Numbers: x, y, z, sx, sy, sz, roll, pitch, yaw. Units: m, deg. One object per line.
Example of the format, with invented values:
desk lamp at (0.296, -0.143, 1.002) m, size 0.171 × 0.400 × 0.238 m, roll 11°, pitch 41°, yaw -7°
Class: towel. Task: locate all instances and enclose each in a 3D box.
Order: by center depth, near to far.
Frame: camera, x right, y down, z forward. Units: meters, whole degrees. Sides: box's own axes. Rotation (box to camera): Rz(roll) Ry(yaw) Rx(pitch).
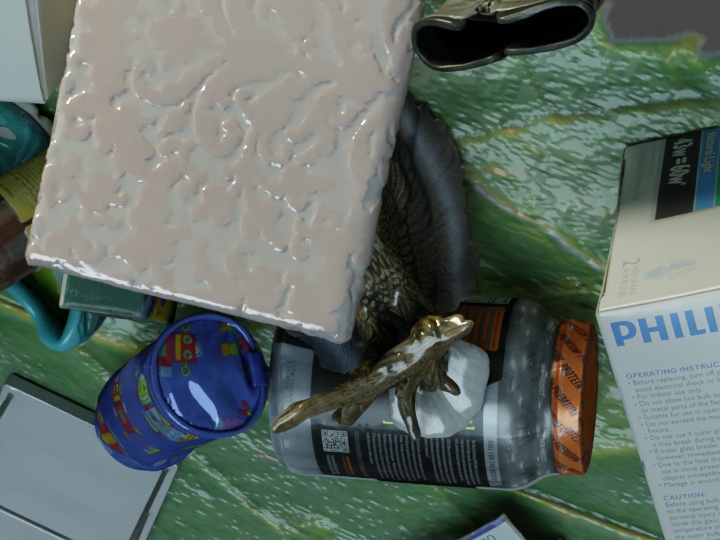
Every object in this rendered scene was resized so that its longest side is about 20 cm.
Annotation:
towel at (-0.074, -0.077, 1.088) m, size 0.189 × 0.032 × 0.202 m, roll 13°, pitch 86°, yaw -6°

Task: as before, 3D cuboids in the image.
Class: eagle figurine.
eagle figurine at (0.001, -0.006, 1.179) m, size 0.150 × 0.201 × 0.152 m, roll 4°, pitch 127°, yaw -26°

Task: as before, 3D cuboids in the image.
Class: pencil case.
pencil case at (-0.115, 0.081, 1.277) m, size 0.086 × 0.200 × 0.079 m, roll -11°, pitch 82°, yaw -20°

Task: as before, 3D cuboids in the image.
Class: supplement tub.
supplement tub at (0.049, 0.076, 1.262) m, size 0.198 × 0.123 × 0.124 m, roll 3°, pitch 122°, yaw 14°

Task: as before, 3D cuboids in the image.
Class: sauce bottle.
sauce bottle at (-0.212, -0.030, 1.229) m, size 0.065 × 0.199 × 0.065 m, roll 43°, pitch 152°, yaw 30°

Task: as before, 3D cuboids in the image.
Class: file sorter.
file sorter at (-0.237, 0.209, 1.422) m, size 0.138 × 0.125 × 0.201 m, roll 25°, pitch 124°, yaw -2°

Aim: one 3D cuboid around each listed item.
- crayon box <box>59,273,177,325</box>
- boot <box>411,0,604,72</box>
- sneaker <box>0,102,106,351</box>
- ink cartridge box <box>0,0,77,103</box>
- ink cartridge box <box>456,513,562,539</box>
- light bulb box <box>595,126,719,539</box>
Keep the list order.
crayon box at (-0.127, -0.072, 1.163) m, size 0.051 × 0.126 × 0.202 m, roll 7°, pitch 87°, yaw 4°
boot at (0.132, -0.160, 1.086) m, size 0.198 × 0.131 × 0.068 m, roll -14°, pitch 117°, yaw 22°
sneaker at (-0.223, -0.038, 1.290) m, size 0.077 × 0.080 × 0.201 m, roll -19°, pitch 114°, yaw 25°
ink cartridge box at (-0.259, -0.172, 1.175) m, size 0.198 × 0.146 × 0.084 m, roll 5°, pitch 124°, yaw 12°
ink cartridge box at (0.093, 0.273, 1.423) m, size 0.199 × 0.041 × 0.200 m, roll -32°, pitch 109°, yaw 29°
light bulb box at (0.227, 0.045, 1.149) m, size 0.124 × 0.199 × 0.201 m, roll -11°, pitch 117°, yaw 19°
